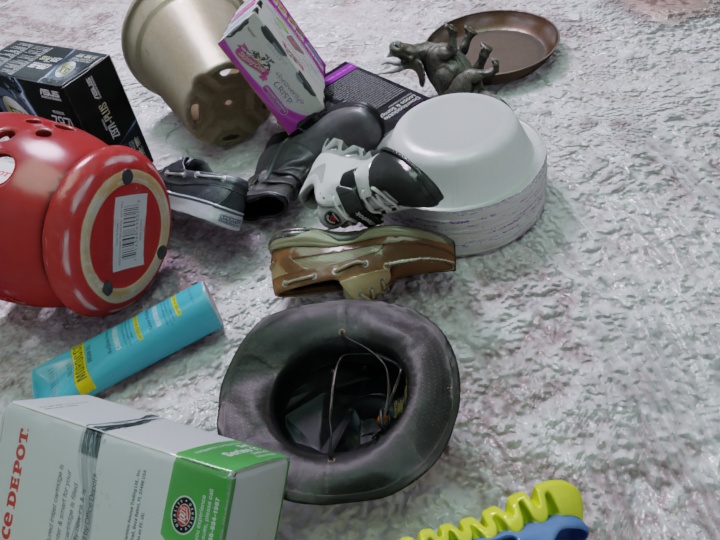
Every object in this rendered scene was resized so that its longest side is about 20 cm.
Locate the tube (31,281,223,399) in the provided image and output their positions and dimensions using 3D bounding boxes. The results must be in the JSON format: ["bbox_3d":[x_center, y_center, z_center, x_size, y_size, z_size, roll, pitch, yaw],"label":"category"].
[{"bbox_3d":[-0.236,0.079,0.698,0.197,0.051,0.078,-28,37,-8],"label":"tube"}]

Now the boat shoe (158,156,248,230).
[{"bbox_3d":[-0.204,-0.102,0.828,0.198,0.071,0.069,18,90,42],"label":"boat shoe"}]

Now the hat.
[{"bbox_3d":[-0.015,0.115,0.574,0.195,0.082,0.204,-4,51,5],"label":"hat"}]

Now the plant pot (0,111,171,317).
[{"bbox_3d":[-0.320,-0.055,0.743,0.179,0.203,0.202,14,48,22],"label":"plant pot"}]

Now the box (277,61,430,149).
[{"bbox_3d":[-0.009,-0.218,0.958,0.142,0.037,0.199,-36,46,-22],"label":"box"}]

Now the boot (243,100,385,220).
[{"bbox_3d":[-0.065,-0.119,0.824,0.197,0.070,0.133,-16,35,41],"label":"boot"}]

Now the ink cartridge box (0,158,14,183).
[{"bbox_3d":[-0.508,-0.049,0.865,0.144,0.084,0.201,13,49,26],"label":"ink cartridge box"}]

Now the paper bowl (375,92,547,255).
[{"bbox_3d":[0.108,-0.121,0.777,0.195,0.106,0.203,-8,43,7],"label":"paper bowl"}]

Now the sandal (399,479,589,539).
[{"bbox_3d":[0.076,0.213,0.455,0.196,0.080,0.088,-21,47,-7],"label":"sandal"}]

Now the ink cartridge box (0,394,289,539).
[{"bbox_3d":[-0.163,0.182,0.489,0.196,0.083,0.150,11,89,23],"label":"ink cartridge box"}]

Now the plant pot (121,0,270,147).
[{"bbox_3d":[-0.215,-0.281,0.980,0.197,0.202,0.185,-25,55,-13],"label":"plant pot"}]

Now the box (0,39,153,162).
[{"bbox_3d":[-0.404,-0.211,0.951,0.196,0.166,0.086,17,49,28],"label":"box"}]

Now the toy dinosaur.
[{"bbox_3d":[0.132,-0.261,0.935,0.199,0.103,0.077,42,37,11],"label":"toy dinosaur"}]

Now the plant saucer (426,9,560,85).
[{"bbox_3d":[0.193,-0.327,1.026,0.195,0.033,0.203,-8,43,7],"label":"plant saucer"}]

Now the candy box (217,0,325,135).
[{"bbox_3d":[-0.106,-0.275,0.888,0.060,0.137,0.201,-32,26,15],"label":"candy box"}]

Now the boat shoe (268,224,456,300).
[{"bbox_3d":[0.000,0.000,0.709,0.195,0.076,0.076,-1,75,14],"label":"boat shoe"}]

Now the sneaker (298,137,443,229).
[{"bbox_3d":[0.004,-0.073,0.694,0.089,0.074,0.199,-54,32,-9],"label":"sneaker"}]
